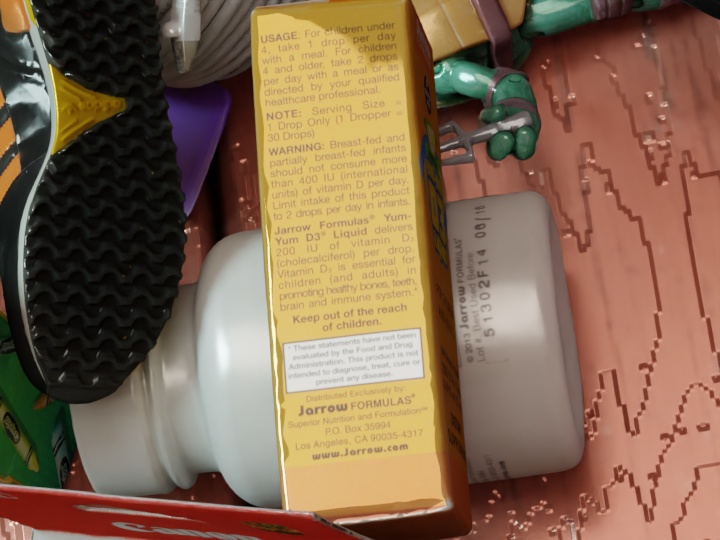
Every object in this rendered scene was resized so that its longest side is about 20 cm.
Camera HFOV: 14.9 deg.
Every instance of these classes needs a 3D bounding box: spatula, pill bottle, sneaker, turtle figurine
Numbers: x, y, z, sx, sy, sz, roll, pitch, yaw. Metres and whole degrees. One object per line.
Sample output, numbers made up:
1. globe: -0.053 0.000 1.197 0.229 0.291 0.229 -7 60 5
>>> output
1. spatula: -0.050 -0.114 1.227 0.056 0.021 0.201 22 74 36
2. pill bottle: -0.014 0.037 1.125 0.199 0.114 0.115 -8 72 7
3. sneaker: -0.121 -0.043 1.104 0.070 0.090 0.201 2 79 -30
4. turtle figurine: 0.047 -0.118 1.171 0.199 0.101 0.150 -29 87 -17

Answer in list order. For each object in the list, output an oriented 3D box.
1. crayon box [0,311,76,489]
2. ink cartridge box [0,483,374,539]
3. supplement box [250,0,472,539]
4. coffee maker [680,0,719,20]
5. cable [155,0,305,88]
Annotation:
1. crayon box: -0.194 0.038 1.111 0.118 0.200 0.059 14 78 14
2. ink cartridge box: -0.051 0.122 1.041 0.199 0.173 0.044 1 75 34
3. supplement box: 0.000 0.000 1.038 0.068 0.067 0.201 -8 75 7
4. coffee maker: 0.187 -0.208 1.123 0.191 0.135 0.201 12 57 7
5. cable: -0.082 -0.178 1.177 0.200 0.069 0.201 34 110 51
